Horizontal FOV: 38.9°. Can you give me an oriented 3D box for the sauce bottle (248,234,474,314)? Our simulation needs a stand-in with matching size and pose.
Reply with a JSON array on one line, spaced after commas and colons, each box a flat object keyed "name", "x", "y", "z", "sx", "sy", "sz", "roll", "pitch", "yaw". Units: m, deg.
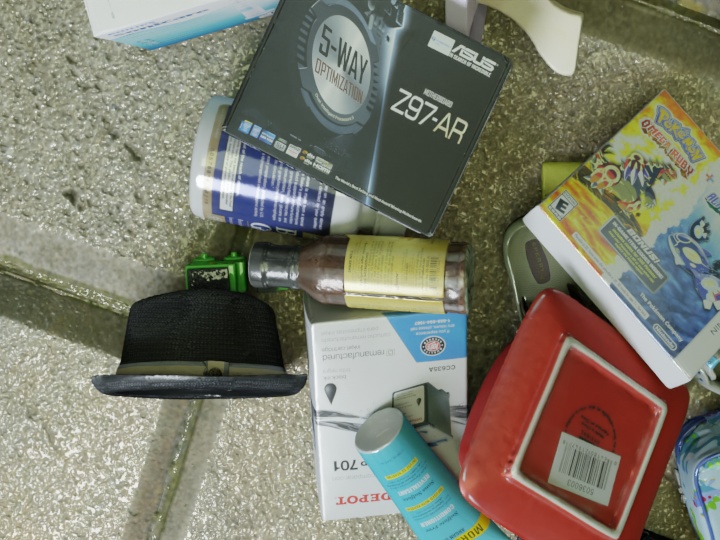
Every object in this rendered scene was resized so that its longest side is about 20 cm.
[{"name": "sauce bottle", "x": 0.000, "y": 0.000, "z": 0.889, "sx": 0.196, "sy": 0.065, "sz": 0.066, "roll": 5, "pitch": 100, "yaw": 12}]

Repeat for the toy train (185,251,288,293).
[{"name": "toy train", "x": -0.073, "y": 0.002, "z": 0.975, "sx": 0.196, "sy": 0.056, "sz": 0.043, "roll": -3, "pitch": 100, "yaw": 2}]

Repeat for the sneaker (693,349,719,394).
[{"name": "sneaker", "x": 0.308, "y": 0.058, "z": 0.956, "sx": 0.198, "sy": 0.087, "sz": 0.075, "roll": 35, "pitch": 105, "yaw": -5}]

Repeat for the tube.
[{"name": "tube", "x": 0.066, "y": 0.210, "z": 0.927, "sx": 0.077, "sy": 0.051, "sz": 0.201, "roll": -30, "pitch": 117, "yaw": 11}]

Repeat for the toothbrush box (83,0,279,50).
[{"name": "toothbrush box", "x": -0.144, "y": -0.250, "z": 0.862, "sx": 0.144, "sy": 0.200, "sz": 0.087, "roll": -15, "pitch": 100, "yaw": 5}]

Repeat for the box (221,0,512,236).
[{"name": "box", "x": 0.006, "y": -0.144, "z": 0.853, "sx": 0.197, "sy": 0.044, "sz": 0.162, "roll": 27, "pitch": 92, "yaw": -1}]

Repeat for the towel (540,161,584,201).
[{"name": "towel", "x": 0.271, "y": -0.061, "z": 0.978, "sx": 0.195, "sy": 0.018, "sz": 0.088, "roll": 0, "pitch": 95, "yaw": 2}]

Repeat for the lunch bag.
[{"name": "lunch bag", "x": 0.409, "y": 0.201, "z": 0.977, "sx": 0.197, "sy": 0.083, "sz": 0.163, "roll": -21, "pitch": 108, "yaw": 4}]

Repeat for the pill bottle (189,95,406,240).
[{"name": "pill bottle", "x": -0.050, "y": -0.086, "z": 0.932, "sx": 0.196, "sy": 0.111, "sz": 0.113, "roll": 11, "pitch": 100, "yaw": 0}]

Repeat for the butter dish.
[{"name": "butter dish", "x": 0.168, "y": 0.147, "z": 0.928, "sx": 0.198, "sy": 0.147, "sz": 0.202, "roll": 32, "pitch": 74, "yaw": -20}]

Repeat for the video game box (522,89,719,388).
[{"name": "video game box", "x": 0.275, "y": -0.031, "z": 0.914, "sx": 0.182, "sy": 0.047, "sz": 0.201, "roll": -40, "pitch": 86, "yaw": -21}]

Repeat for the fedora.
[{"name": "fedora", "x": -0.147, "y": 0.069, "z": 0.942, "sx": 0.196, "sy": 0.201, "sz": 0.094, "roll": -1, "pitch": 79, "yaw": 2}]

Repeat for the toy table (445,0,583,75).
[{"name": "toy table", "x": 0.140, "y": -0.271, "z": 0.871, "sx": 0.115, "sy": 0.185, "sz": 0.203, "roll": 9, "pitch": 127, "yaw": 14}]

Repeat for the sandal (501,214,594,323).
[{"name": "sandal", "x": 0.188, "y": 0.045, "z": 0.970, "sx": 0.079, "sy": 0.057, "sz": 0.203, "roll": -26, "pitch": 107, "yaw": 7}]

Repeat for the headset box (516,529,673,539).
[{"name": "headset box", "x": 0.227, "y": 0.337, "z": 1.005, "sx": 0.171, "sy": 0.093, "sz": 0.203, "roll": 21, "pitch": 99, "yaw": -3}]

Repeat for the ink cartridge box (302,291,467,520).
[{"name": "ink cartridge box", "x": 0.025, "y": 0.120, "z": 0.954, "sx": 0.143, "sy": 0.086, "sz": 0.204, "roll": -5, "pitch": 109, "yaw": -6}]
